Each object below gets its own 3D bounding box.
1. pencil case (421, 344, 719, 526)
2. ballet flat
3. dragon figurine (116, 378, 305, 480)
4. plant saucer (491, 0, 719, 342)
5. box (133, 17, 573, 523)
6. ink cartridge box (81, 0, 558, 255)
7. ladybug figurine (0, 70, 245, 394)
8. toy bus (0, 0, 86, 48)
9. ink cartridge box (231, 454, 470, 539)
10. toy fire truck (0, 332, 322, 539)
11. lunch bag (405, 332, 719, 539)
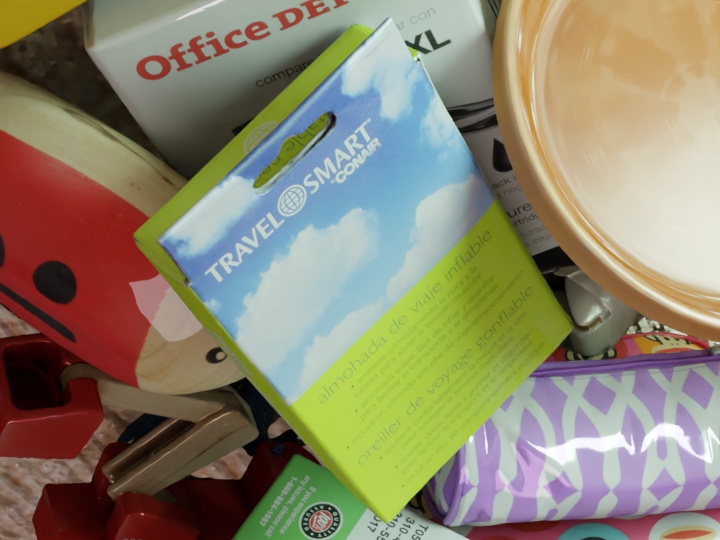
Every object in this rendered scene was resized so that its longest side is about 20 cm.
[{"bbox_3d":[0.124,0.074,0.828,0.199,0.084,0.086,-4,114,-16],"label":"pencil case"},{"bbox_3d":[0.087,0.021,0.870,0.199,0.073,0.073,-15,137,6],"label":"ballet flat"},{"bbox_3d":[-0.094,0.072,0.902,0.200,0.059,0.099,-25,135,16],"label":"dragon figurine"},{"bbox_3d":[0.144,-0.065,0.703,0.200,0.201,0.032,8,158,-17],"label":"plant saucer"},{"bbox_3d":[0.000,0.000,0.685,0.122,0.048,0.200,-45,135,-10],"label":"box"},{"bbox_3d":[-0.009,-0.078,0.737,0.146,0.084,0.200,-21,137,13],"label":"ink cartridge box"},{"bbox_3d":[-0.120,-0.013,0.735,0.200,0.072,0.136,33,160,11],"label":"ladybug figurine"},{"bbox_3d":[-0.075,-0.164,0.628,0.200,0.079,0.065,-26,151,18],"label":"toy bus"},{"bbox_3d":[0.020,0.193,0.774,0.200,0.145,0.084,24,136,14],"label":"ink cartridge box"},{"bbox_3d":[-0.093,0.094,0.833,0.199,0.049,0.141,2,134,-29],"label":"toy fire truck"},{"bbox_3d":[0.109,0.123,0.903,0.199,0.177,0.082,-5,137,-3],"label":"lunch bag"}]
